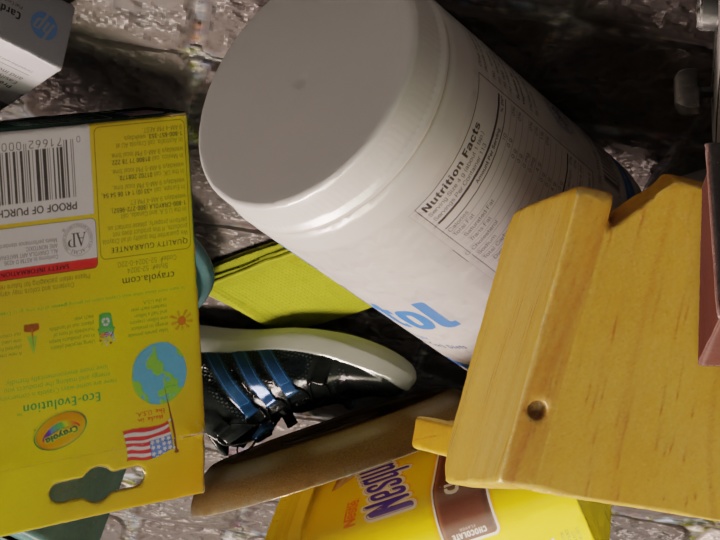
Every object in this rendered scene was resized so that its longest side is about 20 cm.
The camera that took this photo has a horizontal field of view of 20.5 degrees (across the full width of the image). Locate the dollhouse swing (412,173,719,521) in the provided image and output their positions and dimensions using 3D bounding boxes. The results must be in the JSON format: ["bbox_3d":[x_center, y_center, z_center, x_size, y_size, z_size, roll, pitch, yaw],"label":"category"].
[{"bbox_3d":[0.140,0.037,0.914,0.200,0.182,0.176,10,-168,-17],"label":"dollhouse swing"}]

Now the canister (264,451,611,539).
[{"bbox_3d":[0.052,0.155,1.251,0.200,0.149,0.087,-20,104,14],"label":"canister"}]

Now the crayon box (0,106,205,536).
[{"bbox_3d":[-0.147,0.023,0.996,0.127,0.200,0.051,-8,-169,-32],"label":"crayon box"}]

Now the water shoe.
[{"bbox_3d":[-0.063,0.078,1.224,0.200,0.079,0.072,3,164,19],"label":"water shoe"}]

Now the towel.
[{"bbox_3d":[0.000,0.000,1.143,0.200,0.018,0.086,-17,143,38],"label":"towel"}]

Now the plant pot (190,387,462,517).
[{"bbox_3d":[-0.015,0.110,1.248,0.200,0.028,0.200,-18,179,0],"label":"plant pot"}]

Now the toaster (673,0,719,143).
[{"bbox_3d":[0.235,-0.086,0.830,0.200,0.114,0.129,2,156,2],"label":"toaster"}]

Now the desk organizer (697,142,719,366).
[{"bbox_3d":[0.234,-0.005,0.790,0.200,0.072,0.077,-1,161,1],"label":"desk organizer"}]

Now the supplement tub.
[{"bbox_3d":[0.035,-0.041,0.938,0.132,0.132,0.200,-16,144,37],"label":"supplement tub"}]

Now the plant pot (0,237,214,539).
[{"bbox_3d":[-0.201,0.066,1.106,0.200,0.196,0.200,10,152,5],"label":"plant pot"}]

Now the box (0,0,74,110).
[{"bbox_3d":[-0.260,-0.110,0.973,0.156,0.041,0.200,27,147,-33],"label":"box"}]

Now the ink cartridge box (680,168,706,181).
[{"bbox_3d":[0.231,0.044,1.004,0.146,0.084,0.200,-17,113,37],"label":"ink cartridge box"}]
